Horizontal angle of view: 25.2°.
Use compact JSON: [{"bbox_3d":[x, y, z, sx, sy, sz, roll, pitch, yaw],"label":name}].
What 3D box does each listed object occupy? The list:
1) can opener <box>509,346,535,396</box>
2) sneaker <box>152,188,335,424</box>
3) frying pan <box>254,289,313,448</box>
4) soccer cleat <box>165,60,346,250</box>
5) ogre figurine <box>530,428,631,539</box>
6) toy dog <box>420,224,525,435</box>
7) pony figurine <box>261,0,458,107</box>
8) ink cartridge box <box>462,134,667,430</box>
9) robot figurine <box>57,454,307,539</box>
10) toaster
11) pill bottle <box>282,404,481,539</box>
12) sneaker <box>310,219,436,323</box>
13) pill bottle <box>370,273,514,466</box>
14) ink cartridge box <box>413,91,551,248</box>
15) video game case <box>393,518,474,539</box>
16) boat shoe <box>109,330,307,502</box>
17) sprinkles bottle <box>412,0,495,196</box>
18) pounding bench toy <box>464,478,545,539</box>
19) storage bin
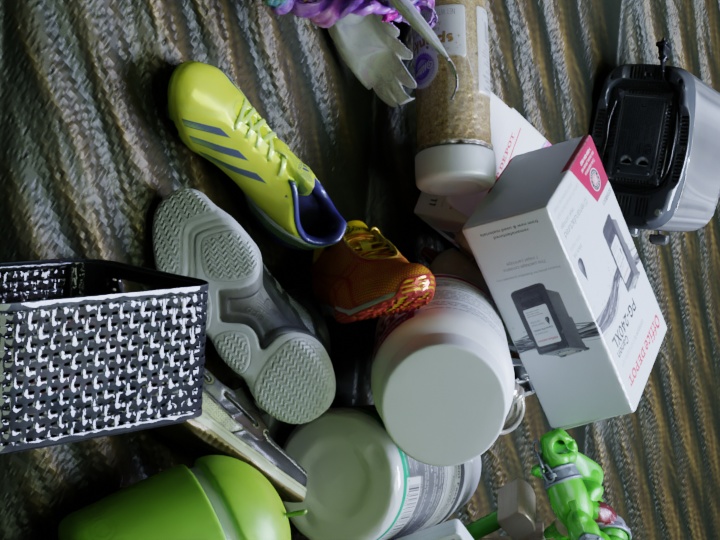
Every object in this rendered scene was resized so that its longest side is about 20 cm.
[{"bbox_3d":[0.108,0.105,1.524,0.199,0.052,0.067,-2,67,-52],"label":"can opener"},{"bbox_3d":[-0.088,0.022,1.239,0.201,0.075,0.114,56,8,-7],"label":"sneaker"},{"bbox_3d":[-0.066,0.122,1.325,0.190,0.031,0.115,-51,135,-27],"label":"frying pan"},{"bbox_3d":[-0.074,-0.088,1.220,0.065,0.083,0.200,-60,138,-23],"label":"soccer cleat"},{"bbox_3d":[0.197,0.232,1.365,0.120,0.097,0.201,-102,-171,-46],"label":"ogre figurine"},{"bbox_3d":[0.116,0.036,1.447,0.131,0.096,0.201,-32,121,-7],"label":"toy dog"},{"bbox_3d":[0.018,-0.234,1.265,0.193,0.166,0.200,43,73,-13],"label":"pony figurine"},{"bbox_3d":[0.179,0.011,1.364,0.201,0.083,0.145,64,32,-19],"label":"ink cartridge box"},{"bbox_3d":[-0.138,0.206,1.154,0.199,0.175,0.117,-23,104,-18],"label":"robot figurine"},{"bbox_3d":[0.311,-0.130,1.665,0.129,0.113,0.202,11,88,-55],"label":"toaster"},{"bbox_3d":[0.023,0.169,1.356,0.200,0.112,0.114,7,93,-64],"label":"pill bottle"},{"bbox_3d":[0.000,0.000,1.264,0.072,0.200,0.078,-9,94,-22],"label":"sneaker"},{"bbox_3d":[0.065,0.078,1.278,0.200,0.112,0.114,-83,173,-78],"label":"pill bottle"},{"bbox_3d":[0.122,-0.077,1.476,0.200,0.067,0.118,35,72,-49],"label":"ink cartridge box"},{"bbox_3d":[0.023,0.285,1.345,0.144,0.199,0.018,55,22,-36],"label":"video game case"},{"bbox_3d":[-0.107,0.109,1.220,0.201,0.071,0.066,38,63,-32],"label":"boat shoe"},{"bbox_3d":[0.077,-0.167,1.360,0.068,0.068,0.202,15,69,-51],"label":"sprinkles bottle"},{"bbox_3d":[0.089,0.285,1.438,0.124,0.155,0.202,-73,156,-65],"label":"pounding bench toy"},{"bbox_3d":[-0.208,0.050,1.046,0.199,0.134,0.095,-4,101,-50],"label":"storage bin"}]
